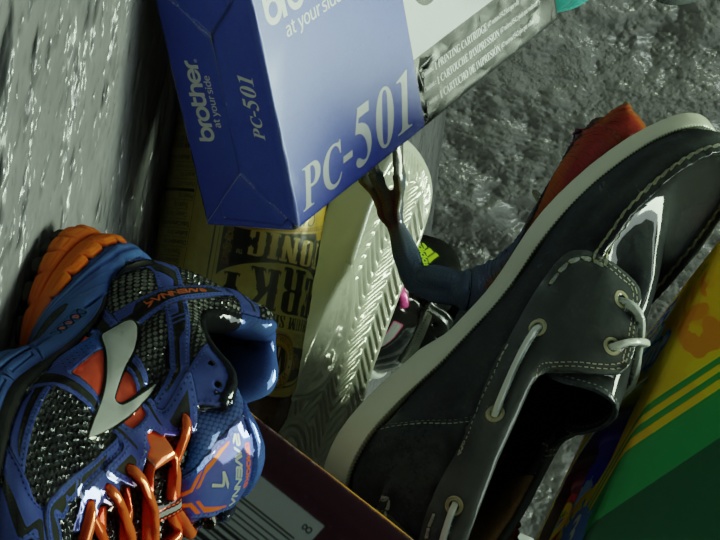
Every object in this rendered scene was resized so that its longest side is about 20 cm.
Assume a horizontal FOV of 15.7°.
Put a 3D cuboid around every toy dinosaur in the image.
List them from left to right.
[{"bbox_3d":[0.072,0.020,1.018,0.201,0.105,0.181,67,-26,11],"label":"toy dinosaur"}]

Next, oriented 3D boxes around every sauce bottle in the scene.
[{"bbox_3d":[-0.051,0.021,1.000,0.065,0.064,0.201,36,62,-86],"label":"sauce bottle"}]

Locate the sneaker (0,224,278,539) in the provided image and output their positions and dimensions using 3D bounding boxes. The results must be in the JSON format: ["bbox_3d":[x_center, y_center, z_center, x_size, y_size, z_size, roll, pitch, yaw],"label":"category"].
[{"bbox_3d":[-0.067,0.050,0.720,0.200,0.078,0.076,-76,173,-57],"label":"sneaker"}]

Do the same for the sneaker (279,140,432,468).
[{"bbox_3d":[-0.043,0.031,1.080,0.201,0.084,0.075,-66,150,-15],"label":"sneaker"}]

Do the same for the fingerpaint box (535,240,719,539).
[{"bbox_3d":[0.110,0.103,0.998,0.167,0.073,0.200,-62,178,-20],"label":"fingerpaint box"}]

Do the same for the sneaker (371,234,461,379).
[{"bbox_3d":[0.000,0.000,1.242,0.200,0.087,0.074,44,29,-64],"label":"sneaker"}]

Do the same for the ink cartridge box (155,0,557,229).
[{"bbox_3d":[0.004,-0.100,0.967,0.200,0.044,0.094,-40,126,-48],"label":"ink cartridge box"}]

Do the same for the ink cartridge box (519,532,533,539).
[{"bbox_3d":[0.005,0.221,1.263,0.145,0.083,0.201,124,-15,-63],"label":"ink cartridge box"}]

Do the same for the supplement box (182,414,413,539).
[{"bbox_3d":[-0.030,0.150,0.928,0.110,0.086,0.200,-46,154,-15],"label":"supplement box"}]

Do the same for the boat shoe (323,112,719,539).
[{"bbox_3d":[0.076,0.029,0.930,0.200,0.068,0.072,-47,142,-15],"label":"boat shoe"}]

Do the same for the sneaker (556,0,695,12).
[{"bbox_3d":[0.093,-0.146,1.080,0.121,0.083,0.200,91,-18,-46],"label":"sneaker"}]
